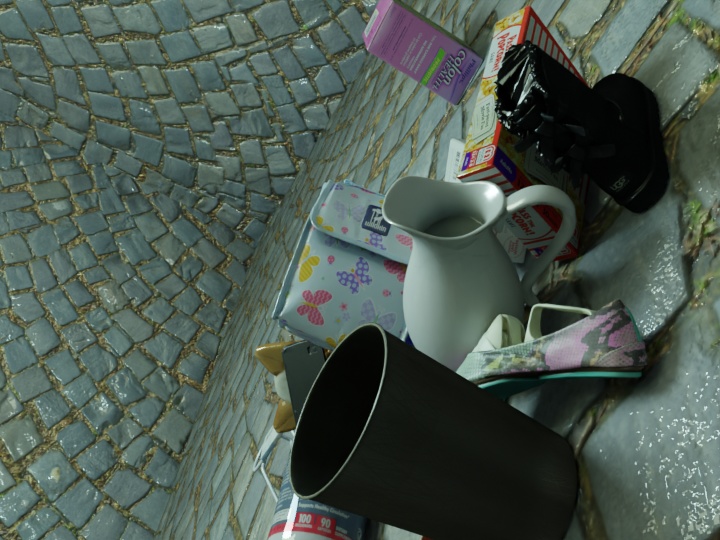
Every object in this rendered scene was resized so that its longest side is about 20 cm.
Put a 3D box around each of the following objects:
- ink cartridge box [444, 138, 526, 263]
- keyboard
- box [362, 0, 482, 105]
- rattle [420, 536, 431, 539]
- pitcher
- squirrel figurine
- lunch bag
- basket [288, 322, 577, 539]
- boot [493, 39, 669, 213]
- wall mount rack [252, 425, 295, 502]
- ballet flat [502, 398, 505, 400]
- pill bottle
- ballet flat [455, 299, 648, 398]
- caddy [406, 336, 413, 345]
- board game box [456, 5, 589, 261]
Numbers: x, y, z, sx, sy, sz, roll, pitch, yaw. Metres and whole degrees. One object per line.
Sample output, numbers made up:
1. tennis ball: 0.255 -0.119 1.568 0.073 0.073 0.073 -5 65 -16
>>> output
1. ink cartridge box: 0.152 -0.082 0.812 0.200 0.066 0.119 -113 28 -71
2. keyboard: -0.052 0.202 1.044 0.102 0.039 0.206 -17 80 24
3. box: 0.111 -0.422 1.310 0.098 0.196 0.177 -58 16 22
4. rattle: 0.018 0.303 0.607 0.132 0.138 0.203 104 171 -45
5. pitcher: 0.118 0.008 0.657 0.123 0.166 0.203 -75 -23 -45
6. squirrel figurine: -0.057 0.151 1.161 0.195 0.145 0.186 -20 4 18
7. lunch bag: 0.000 0.000 0.857 0.127 0.166 0.205 99 -167 -77
8. basket: 0.063 0.148 0.558 0.180 0.196 0.139 -39 29 60
9. boot: 0.197 -0.153 0.640 0.074 0.160 0.201 -48 22 39
10. wall mount rack: -0.125 0.315 1.228 0.202 0.073 0.175 -58 13 27
11. ballet flat: 0.089 0.119 0.774 0.075 0.072 0.200 -66 15 -5
12. pill bottle: -0.042 0.274 0.889 0.120 0.117 0.204 -49 22 46
13. ballet flat: 0.146 0.067 0.586 0.198 0.068 0.073 -24 65 49
14. caddy: 0.036 0.017 0.988 0.204 0.139 0.105 -64 20 1
15. board game box: 0.176 -0.136 0.701 0.046 0.150 0.204 -13 51 45
